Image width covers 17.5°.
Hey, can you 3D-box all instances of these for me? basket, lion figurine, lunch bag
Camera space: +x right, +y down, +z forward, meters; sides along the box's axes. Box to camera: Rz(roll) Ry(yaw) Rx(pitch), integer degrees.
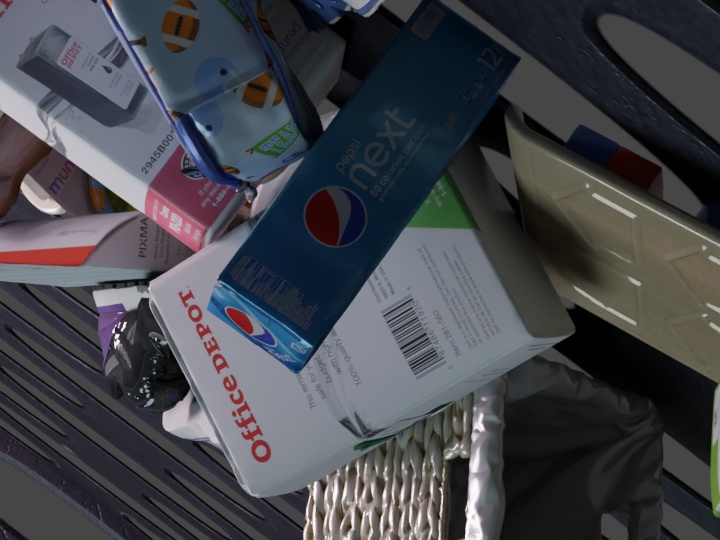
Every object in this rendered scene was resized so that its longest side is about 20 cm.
[{"bbox_3d":[0.082,0.169,1.525,0.161,0.199,0.200,-10,158,39],"label":"basket"},{"bbox_3d":[-0.224,-0.089,1.574,0.072,0.200,0.122,47,173,5],"label":"lion figurine"},{"bbox_3d":[-0.088,-0.134,1.259,0.200,0.075,0.160,64,-176,0],"label":"lunch bag"}]

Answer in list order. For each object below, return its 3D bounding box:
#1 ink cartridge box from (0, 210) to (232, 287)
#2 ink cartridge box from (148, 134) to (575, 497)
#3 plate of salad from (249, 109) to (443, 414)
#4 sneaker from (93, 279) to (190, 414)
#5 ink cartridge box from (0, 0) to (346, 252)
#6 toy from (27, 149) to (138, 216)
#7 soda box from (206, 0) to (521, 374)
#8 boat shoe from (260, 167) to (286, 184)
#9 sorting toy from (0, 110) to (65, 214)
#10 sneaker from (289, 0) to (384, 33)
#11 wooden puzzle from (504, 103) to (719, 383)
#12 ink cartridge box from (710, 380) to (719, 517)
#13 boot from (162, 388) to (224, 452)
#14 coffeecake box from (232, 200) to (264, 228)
[{"bbox_3d":[-0.208,-0.018,1.520,0.162,0.057,0.200,-3,171,41],"label":"ink cartridge box"},{"bbox_3d":[-0.002,0.022,1.359,0.146,0.200,0.084,63,-159,11],"label":"ink cartridge box"},{"bbox_3d":[0.000,0.000,1.452,0.200,0.048,0.200,10,106,36],"label":"plate of salad"},{"bbox_3d":[-0.120,0.050,1.540,0.076,0.088,0.200,0,178,-21],"label":"sneaker"},{"bbox_3d":[-0.129,-0.129,1.377,0.200,0.146,0.085,35,170,3],"label":"ink cartridge box"},{"bbox_3d":[-0.134,-0.053,1.672,0.047,0.115,0.200,-11,132,46],"label":"toy"},{"bbox_3d":[0.001,-0.046,1.251,0.064,0.200,0.068,36,163,2],"label":"soda box"},{"bbox_3d":[-0.126,-0.135,1.465,0.200,0.075,0.093,38,165,20],"label":"boat shoe"},{"bbox_3d":[-0.285,-0.161,1.706,0.180,0.107,0.200,29,164,47],"label":"sorting toy"},{"bbox_3d":[-0.028,-0.184,1.152,0.115,0.081,0.199,38,165,-12],"label":"sneaker"},{"bbox_3d":[0.171,-0.005,1.305,0.200,0.046,0.185,35,163,22],"label":"wooden puzzle"},{"bbox_3d":[0.261,0.069,1.163,0.148,0.076,0.200,5,161,2],"label":"ink cartridge box"},{"bbox_3d":[-0.059,0.092,1.545,0.090,0.073,0.200,20,173,-18],"label":"boot"},{"bbox_3d":[0.004,-0.002,1.586,0.200,0.073,0.154,34,164,12],"label":"coffeecake box"}]
